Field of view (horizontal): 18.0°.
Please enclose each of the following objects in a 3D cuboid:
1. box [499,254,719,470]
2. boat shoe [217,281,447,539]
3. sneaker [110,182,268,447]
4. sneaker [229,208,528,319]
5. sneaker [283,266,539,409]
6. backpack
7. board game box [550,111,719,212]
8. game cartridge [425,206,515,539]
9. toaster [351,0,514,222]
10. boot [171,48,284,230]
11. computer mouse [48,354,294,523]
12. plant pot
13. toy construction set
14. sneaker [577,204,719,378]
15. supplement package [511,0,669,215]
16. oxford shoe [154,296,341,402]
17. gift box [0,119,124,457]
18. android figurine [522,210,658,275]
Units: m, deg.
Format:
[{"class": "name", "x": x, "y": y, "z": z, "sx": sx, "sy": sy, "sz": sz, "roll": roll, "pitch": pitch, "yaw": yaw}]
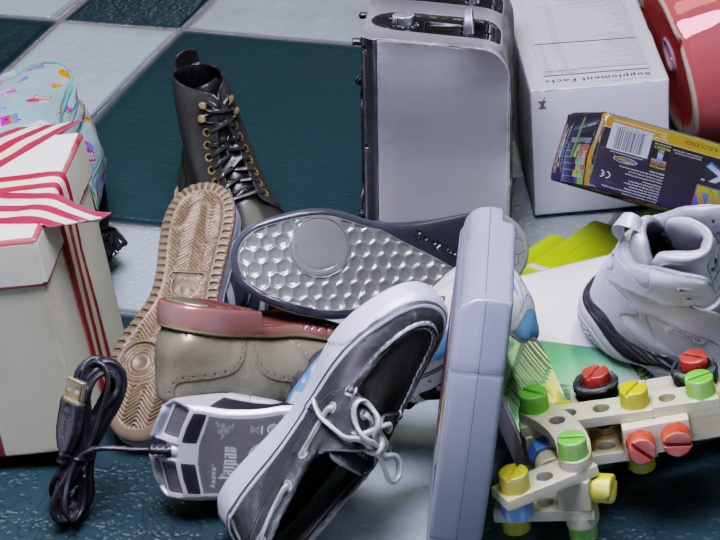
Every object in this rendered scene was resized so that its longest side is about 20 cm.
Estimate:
[{"class": "box", "x": 0.176, "y": 0.055, "z": 1.503, "sx": 0.199, "sy": 0.036, "sz": 0.145, "roll": -14, "pitch": 56, "yaw": -13}, {"class": "boat shoe", "x": -0.009, "y": 0.099, "z": 1.387, "sx": 0.199, "sy": 0.074, "sz": 0.068, "roll": -48, "pitch": 42, "yaw": 5}, {"class": "sneaker", "x": -0.117, "y": 0.050, "z": 1.594, "sx": 0.070, "sy": 0.109, "sz": 0.201, "roll": 7, "pitch": 61, "yaw": 16}, {"class": "sneaker", "x": 0.001, "y": 0.002, "z": 1.579, "sx": 0.201, "sy": 0.077, "sz": 0.146, "roll": 0, "pitch": -7, "yaw": -13}, {"class": "sneaker", "x": 0.027, "y": 0.065, "z": 1.468, "sx": 0.072, "sy": 0.200, "sz": 0.073, "roll": 12, "pitch": 48, "yaw": -58}, {"class": "backpack", "x": -0.264, "y": -0.076, "z": 1.768, "sx": 0.166, "sy": 0.127, "sz": 0.200, "roll": -6, "pitch": 26, "yaw": 5}, {"class": "board game box", "x": 0.246, "y": -0.061, "z": 1.611, "sx": 0.199, "sy": 0.057, "sz": 0.165, "roll": 15, "pitch": 1, "yaw": -4}, {"class": "game cartridge", "x": 0.065, "y": 0.079, "z": 1.363, "sx": 0.041, "sy": 0.201, "sz": 0.133, "roll": 4, "pitch": 29, "yaw": -2}, {"class": "toaster", "x": 0.058, "y": -0.113, "z": 1.740, "sx": 0.118, "sy": 0.201, "sz": 0.181, "roll": 1, "pitch": 22, "yaw": 5}, {"class": "boot", "x": -0.097, "y": -0.070, "z": 1.719, "sx": 0.077, "sy": 0.139, "sz": 0.200, "roll": -19, "pitch": 33, "yaw": -25}, {"class": "computer mouse", "x": -0.096, "y": 0.115, "z": 1.453, "sx": 0.199, "sy": 0.110, "sz": 0.044, "roll": 6, "pitch": 9, "yaw": -5}, {"class": "plant pot", "x": 0.330, "y": -0.196, "z": 1.844, "sx": 0.177, "sy": 0.201, "sz": 0.201, "roll": -17, "pitch": 30, "yaw": -2}, {"class": "toy construction set", "x": 0.176, "y": 0.112, "z": 1.378, "sx": 0.199, "sy": 0.092, "sz": 0.131, "roll": 4, "pitch": 26, "yaw": -2}, {"class": "sneaker", "x": 0.237, "y": 0.030, "z": 1.434, "sx": 0.199, "sy": 0.115, "sz": 0.075, "roll": 23, "pitch": 56, "yaw": 12}, {"class": "supplement package", "x": 0.179, "y": -0.140, "z": 1.832, "sx": 0.113, "sy": 0.110, "sz": 0.200, "roll": -5, "pitch": 29, "yaw": 0}, {"class": "oxford shoe", "x": -0.057, "y": 0.064, "z": 1.528, "sx": 0.199, "sy": 0.074, "sz": 0.071, "roll": 10, "pitch": 1, "yaw": -35}, {"class": "gift box", "x": -0.251, "y": 0.004, "z": 1.544, "sx": 0.199, "sy": 0.187, "sz": 0.185, "roll": -9, "pitch": 28, "yaw": 4}, {"class": "android figurine", "x": 0.184, "y": 0.017, "z": 1.621, "sx": 0.182, "sy": 0.041, "sz": 0.200, "roll": 16, "pitch": 34, "yaw": 32}]
